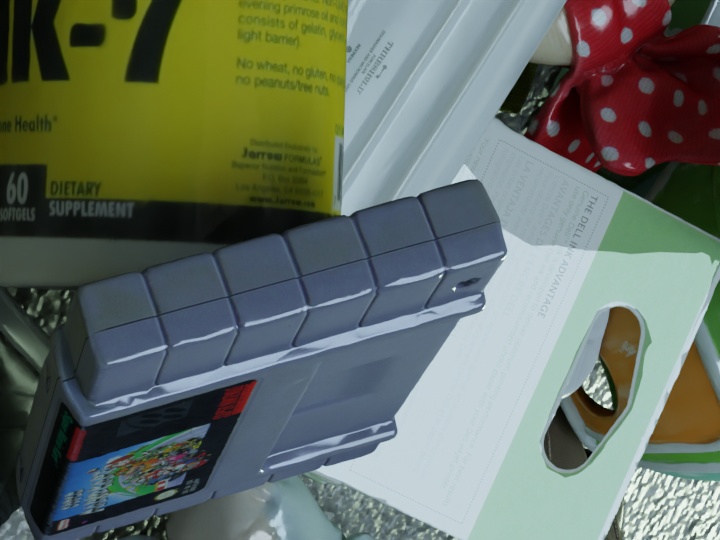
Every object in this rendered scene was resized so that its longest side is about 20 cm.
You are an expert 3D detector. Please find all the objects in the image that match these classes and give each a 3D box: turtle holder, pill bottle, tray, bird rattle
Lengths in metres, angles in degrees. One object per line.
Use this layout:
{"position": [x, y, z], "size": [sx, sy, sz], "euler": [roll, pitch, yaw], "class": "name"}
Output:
{"position": [0.149, 0.011, 1.157], "size": [0.141, 0.131, 0.186], "euler": [56, 24, -25], "class": "turtle holder"}
{"position": [-0.060, -0.093, 0.873], "size": [0.114, 0.114, 0.201], "euler": [3, 88, -46], "class": "pill bottle"}
{"position": [0.000, -0.072, 0.957], "size": [0.107, 0.022, 0.200], "euler": [35, 82, -15], "class": "tray"}
{"position": [0.083, -0.131, 1.038], "size": [0.162, 0.113, 0.201], "euler": [19, 101, -30], "class": "bird rattle"}

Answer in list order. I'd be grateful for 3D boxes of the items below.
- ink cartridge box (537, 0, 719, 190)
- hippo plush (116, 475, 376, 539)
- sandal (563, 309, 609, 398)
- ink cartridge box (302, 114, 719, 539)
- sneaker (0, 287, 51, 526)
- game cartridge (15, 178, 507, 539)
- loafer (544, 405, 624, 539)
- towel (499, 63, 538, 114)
{"position": [0.158, -0.118, 1.150], "size": [0.104, 0.059, 0.201], "euler": [24, 94, -50], "class": "ink cartridge box"}
{"position": [-0.007, 0.177, 1.038], "size": [0.199, 0.161, 0.160], "euler": [25, 103, -33], "class": "hippo plush"}
{"position": [0.002, -0.008, 1.061], "size": [0.206, 0.059, 0.080], "euler": [16, 90, -27], "class": "sandal"}
{"position": [0.016, 0.010, 1.002], "size": [0.199, 0.048, 0.146], "euler": [27, 84, -20], "class": "ink cartridge box"}
{"position": [-0.161, 0.037, 0.904], "size": [0.099, 0.071, 0.200], "euler": [-56, 143, -14], "class": "sneaker"}
{"position": [-0.038, 0.036, 0.861], "size": [0.129, 0.039, 0.200], "euler": [-20, 165, -17], "class": "game cartridge"}
{"position": [0.093, 0.113, 1.196], "size": [0.071, 0.073, 0.200], "euler": [-45, 136, -16], "class": "loafer"}
{"position": [0.069, -0.159, 1.071], "size": [0.086, 0.018, 0.201], "euler": [8, 105, -46], "class": "towel"}
